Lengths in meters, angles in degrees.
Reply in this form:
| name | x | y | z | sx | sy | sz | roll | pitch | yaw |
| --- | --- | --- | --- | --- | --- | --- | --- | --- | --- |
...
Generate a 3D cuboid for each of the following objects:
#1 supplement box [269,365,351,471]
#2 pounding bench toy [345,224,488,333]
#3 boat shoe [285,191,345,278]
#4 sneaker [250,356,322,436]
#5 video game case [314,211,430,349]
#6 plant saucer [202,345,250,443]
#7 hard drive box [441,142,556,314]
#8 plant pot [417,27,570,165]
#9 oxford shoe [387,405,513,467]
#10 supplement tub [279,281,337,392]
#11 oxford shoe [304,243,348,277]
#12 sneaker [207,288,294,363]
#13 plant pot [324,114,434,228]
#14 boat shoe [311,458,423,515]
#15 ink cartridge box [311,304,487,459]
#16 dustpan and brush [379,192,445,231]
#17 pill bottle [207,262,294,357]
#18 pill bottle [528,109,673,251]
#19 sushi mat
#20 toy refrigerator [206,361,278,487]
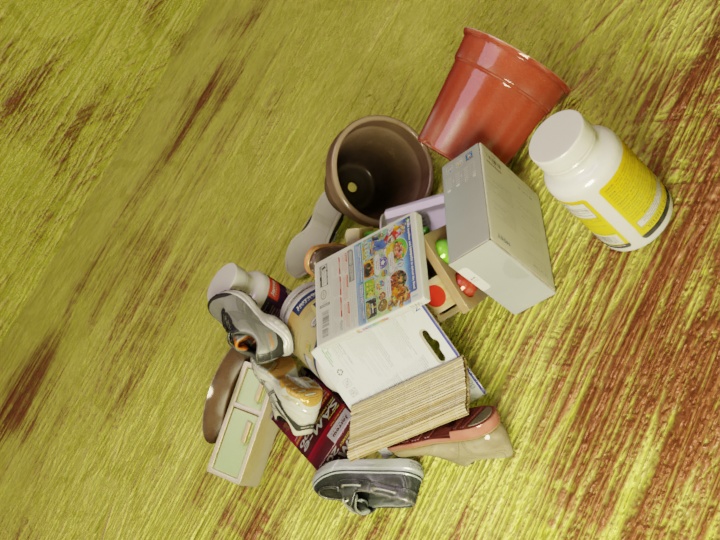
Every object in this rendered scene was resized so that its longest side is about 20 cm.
| name | x | y | z | sx | sy | sz | roll | pitch | yaw |
| --- | --- | --- | --- | --- | --- | --- | --- | --- | --- |
| supplement box | -0.064 | 0.247 | 1.415 | 0.109 | 0.061 | 0.200 | -58 | 33 | -1 |
| pounding bench toy | 0.084 | -0.013 | 1.301 | 0.156 | 0.200 | 0.124 | -34 | -3 | 30 |
| boat shoe | -0.085 | -0.075 | 1.732 | 0.200 | 0.074 | 0.060 | -64 | -12 | 16 |
| sneaker | -0.130 | 0.199 | 1.407 | 0.200 | 0.076 | 0.088 | 37 | 124 | 57 |
| video game case | 0.012 | 0.016 | 1.245 | 0.200 | 0.018 | 0.143 | -27 | 52 | 34 |
| plant saucer | -0.224 | 0.221 | 1.569 | 0.032 | 0.200 | 0.200 | 16 | 69 | 13 |
| hard drive box | 0.200 | -0.062 | 1.265 | 0.077 | 0.156 | 0.200 | -32 | 38 | 32 |
| plant pot | 0.205 | -0.260 | 1.421 | 0.195 | 0.201 | 0.201 | -59 | 32 | 9 |
| oxford shoe | 0.117 | 0.239 | 1.172 | 0.200 | 0.075 | 0.070 | -21 | 15 | 48 |
| supplement tub | -0.042 | 0.105 | 1.436 | 0.145 | 0.144 | 0.200 | -56 | 33 | -1 |
| oxford shoe | 0.000 | 0.000 | 1.428 | 0.073 | 0.200 | 0.071 | 14 | 91 | 54 |
| sneaker | -0.198 | 0.092 | 1.445 | 0.079 | 0.074 | 0.200 | -27 | 39 | -35 |
| plant pot | 0.014 | -0.167 | 1.601 | 0.200 | 0.200 | 0.175 | -65 | 15 | -15 |
| boat shoe | 0.001 | 0.317 | 1.257 | 0.200 | 0.072 | 0.071 | -20 | 42 | 39 |
| ink cartridge box | 0.057 | 0.143 | 1.256 | 0.200 | 0.200 | 0.041 | -37 | -6 | 26 |
| dustpan and brush | 0.100 | -0.026 | 1.442 | 0.139 | 0.057 | 0.200 | -15 | 78 | 26 |
| pill bottle | -0.179 | 0.069 | 1.593 | 0.111 | 0.200 | 0.112 | -32 | 39 | 31 |
| pill bottle | 0.311 | -0.119 | 1.130 | 0.111 | 0.200 | 0.111 | -32 | 40 | 31 |
| sushi mat | 0.064 | 0.191 | 1.197 | 0.200 | 0.012 | 0.096 | -28 | 36 | 26 |
| toy refrigerator | -0.192 | 0.266 | 1.505 | 0.076 | 0.070 | 0.200 | 15 | 81 | 29 |
